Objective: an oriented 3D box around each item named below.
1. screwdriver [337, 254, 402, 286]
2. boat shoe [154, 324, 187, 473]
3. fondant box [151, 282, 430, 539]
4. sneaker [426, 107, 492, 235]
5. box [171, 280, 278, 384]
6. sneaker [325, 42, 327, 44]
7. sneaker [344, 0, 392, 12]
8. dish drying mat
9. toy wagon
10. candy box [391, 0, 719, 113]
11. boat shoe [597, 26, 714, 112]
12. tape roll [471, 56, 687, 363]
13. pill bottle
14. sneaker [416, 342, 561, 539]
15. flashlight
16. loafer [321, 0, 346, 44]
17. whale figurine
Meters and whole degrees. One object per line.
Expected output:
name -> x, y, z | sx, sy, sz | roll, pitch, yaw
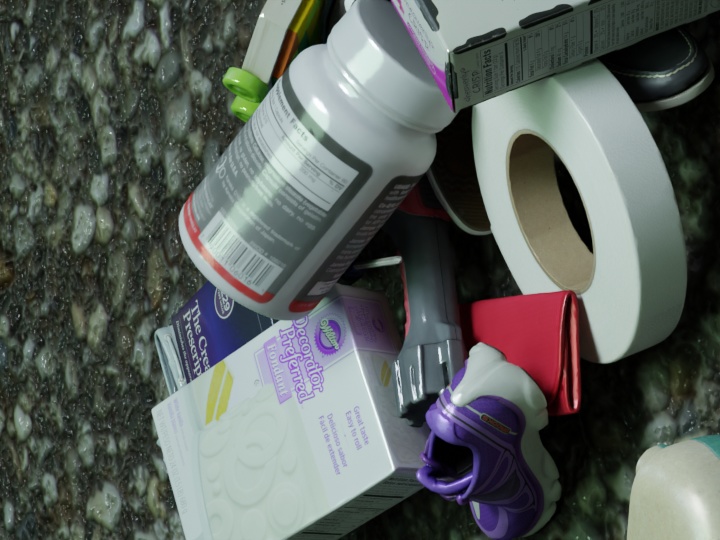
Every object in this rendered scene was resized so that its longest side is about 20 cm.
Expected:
screwdriver -> 0.000, 0.000, 1.546 | 0.029, 0.028, 0.200 | -66, 12, -3
boat shoe -> -0.127, 0.134, 1.817 | 0.070, 0.071, 0.202 | 108, 153, -65
fondant box -> -0.048, 0.119, 1.605 | 0.200, 0.058, 0.145 | -34, 62, 32
sneaker -> 0.067, -0.120, 1.567 | 0.085, 0.072, 0.201 | 82, 175, -84
box -> -0.062, 0.094, 1.733 | 0.141, 0.078, 0.201 | -41, 56, 45
sneaker -> -0.035, -0.081, 1.637 | 0.082, 0.074, 0.201 | 21, 128, 17
sneaker -> 0.035, -0.262, 1.484 | 0.200, 0.083, 0.121 | -48, 58, 33
dish drying mat -> 0.098, 0.055, 1.490 | 0.200, 0.018, 0.077 | 170, 100, -73
toy wagon -> -0.045, -0.179, 1.679 | 0.156, 0.039, 0.200 | -63, -7, -10
candy box -> 0.117, -0.191, 1.357 | 0.061, 0.199, 0.137 | 82, 166, -55
boat shoe -> 0.138, -0.158, 1.414 | 0.200, 0.073, 0.063 | 37, 158, 47
tape roll -> 0.131, -0.042, 1.409 | 0.203, 0.037, 0.204 | 53, 155, 38
pill bottle -> -0.022, -0.074, 1.501 | 0.200, 0.113, 0.114 | -50, 49, 25
sneaker -> 0.071, 0.120, 1.462 | 0.081, 0.083, 0.200 | 42, 163, 30
flashlight -> 0.038, 0.006, 1.563 | 0.068, 0.068, 0.201 | -12, 65, 14
loafer -> 0.006, -0.155, 1.653 | 0.063, 0.072, 0.201 | 43, 134, 24
whale figurine -> 0.210, 0.172, 1.325 | 0.200, 0.103, 0.160 | 102, 152, -62
